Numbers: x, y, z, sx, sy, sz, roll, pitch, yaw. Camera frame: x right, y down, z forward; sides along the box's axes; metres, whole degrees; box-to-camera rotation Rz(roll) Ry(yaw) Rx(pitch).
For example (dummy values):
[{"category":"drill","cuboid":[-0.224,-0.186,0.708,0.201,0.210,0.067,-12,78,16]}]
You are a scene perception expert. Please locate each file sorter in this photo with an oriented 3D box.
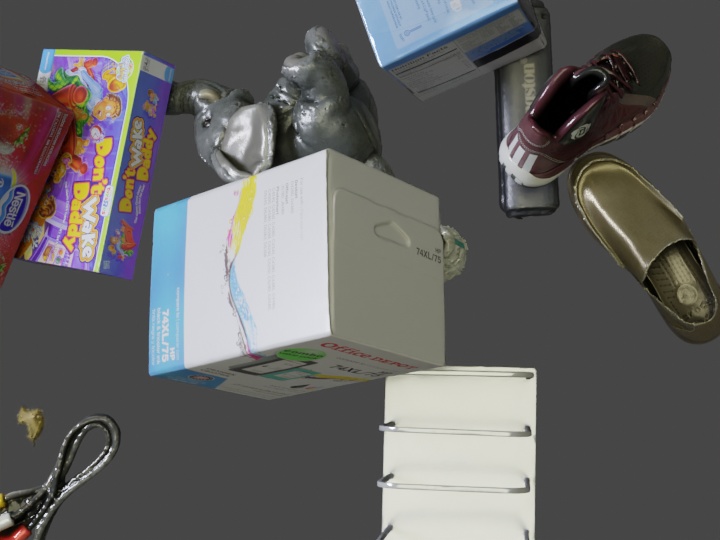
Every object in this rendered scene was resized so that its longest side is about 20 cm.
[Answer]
[{"category":"file sorter","cuboid":[0.083,0.183,0.982,0.137,0.125,0.202,1,85,7]}]

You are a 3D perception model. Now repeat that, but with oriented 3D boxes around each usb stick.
[{"category":"usb stick","cuboid":[0.151,-0.147,1.049,0.055,0.033,0.202,-2,84,7]}]

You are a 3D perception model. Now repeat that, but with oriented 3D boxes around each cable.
[{"category":"cable","cuboid":[-0.298,0.218,1.051,0.199,0.050,0.098,-34,88,3]}]

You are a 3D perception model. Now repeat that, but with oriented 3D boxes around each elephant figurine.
[{"category":"elephant figurine","cuboid":[-0.087,-0.120,1.041,0.199,0.156,0.142,-24,126,14]}]

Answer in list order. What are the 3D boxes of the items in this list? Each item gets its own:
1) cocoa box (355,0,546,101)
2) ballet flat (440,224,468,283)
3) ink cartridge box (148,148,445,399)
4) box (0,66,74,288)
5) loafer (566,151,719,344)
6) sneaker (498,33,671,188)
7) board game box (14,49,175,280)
[{"category":"cocoa box","cuboid":[0.061,-0.275,1.003,0.132,0.131,0.202,-22,78,16]},{"category":"ballet flat","cuboid":[0.000,0.000,1.037,0.198,0.072,0.072,-20,83,5]},{"category":"ink cartridge box","cuboid":[-0.051,0.012,0.928,0.199,0.146,0.147,-15,68,38]},{"category":"box","cuboid":[-0.353,-0.083,1.033,0.100,0.095,0.201,35,104,44]},{"category":"loafer","cuboid":[0.259,-0.025,1.008,0.076,0.067,0.200,-39,82,2]},{"category":"sneaker","cuboid":[0.211,-0.155,0.982,0.200,0.116,0.076,-41,79,-17]},{"category":"board game box","cuboid":[-0.253,-0.101,1.058,0.134,0.045,0.202,8,85,33]}]
